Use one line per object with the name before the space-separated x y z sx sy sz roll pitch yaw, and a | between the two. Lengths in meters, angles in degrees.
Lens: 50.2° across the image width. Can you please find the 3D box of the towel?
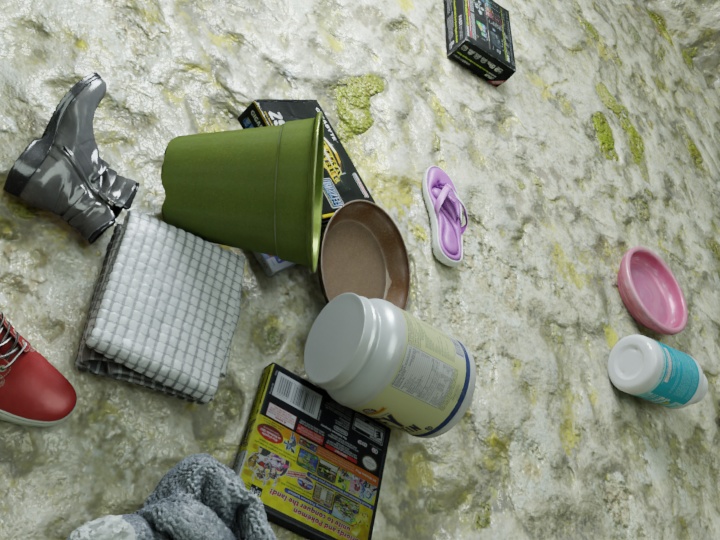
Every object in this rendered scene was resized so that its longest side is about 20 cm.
towel | -0.228 0.048 0.892 0.165 0.085 0.201 27 48 -28

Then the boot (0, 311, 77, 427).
boot | -0.344 0.068 0.733 0.200 0.144 0.073 39 44 -17

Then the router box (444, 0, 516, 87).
router box | 0.257 -0.516 1.670 0.149 0.062 0.201 23 52 -30

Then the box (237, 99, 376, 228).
box | -0.076 -0.162 1.155 0.159 0.049 0.201 -19 77 -55

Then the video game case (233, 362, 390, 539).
video game case | -0.057 0.238 0.961 0.199 0.025 0.182 33 47 -22

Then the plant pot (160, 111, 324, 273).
plant pot | -0.145 -0.103 0.966 0.188 0.201 0.201 4 56 -1

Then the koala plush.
koala plush | -0.202 0.274 0.723 0.199 0.178 0.185 -1 54 -40

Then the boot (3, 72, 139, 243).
boot | -0.325 -0.134 0.933 0.131 0.070 0.201 32 59 -18

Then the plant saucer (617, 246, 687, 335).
plant saucer | 0.614 0.048 1.638 0.199 0.051 0.202 21 52 -29

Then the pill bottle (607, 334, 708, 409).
pill bottle | 0.574 0.199 1.465 0.199 0.111 0.112 21 52 -29

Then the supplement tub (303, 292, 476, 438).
supplement tub | 0.039 0.125 1.015 0.199 0.145 0.146 29 48 -31

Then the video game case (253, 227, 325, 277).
video game case | -0.132 -0.100 1.111 0.143 0.018 0.201 -27 83 -47

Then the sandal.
sandal | 0.157 -0.101 1.336 0.082 0.050 0.204 16 55 -33

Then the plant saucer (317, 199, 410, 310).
plant saucer | 0.000 0.000 1.115 0.200 0.036 0.202 12 74 -49
